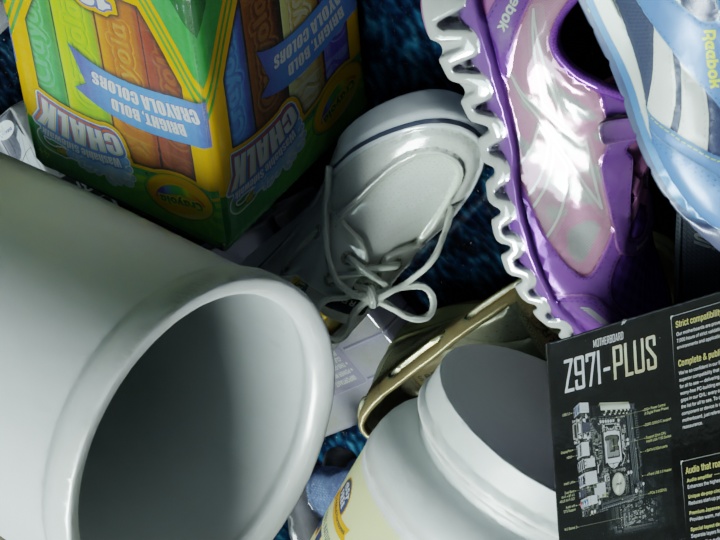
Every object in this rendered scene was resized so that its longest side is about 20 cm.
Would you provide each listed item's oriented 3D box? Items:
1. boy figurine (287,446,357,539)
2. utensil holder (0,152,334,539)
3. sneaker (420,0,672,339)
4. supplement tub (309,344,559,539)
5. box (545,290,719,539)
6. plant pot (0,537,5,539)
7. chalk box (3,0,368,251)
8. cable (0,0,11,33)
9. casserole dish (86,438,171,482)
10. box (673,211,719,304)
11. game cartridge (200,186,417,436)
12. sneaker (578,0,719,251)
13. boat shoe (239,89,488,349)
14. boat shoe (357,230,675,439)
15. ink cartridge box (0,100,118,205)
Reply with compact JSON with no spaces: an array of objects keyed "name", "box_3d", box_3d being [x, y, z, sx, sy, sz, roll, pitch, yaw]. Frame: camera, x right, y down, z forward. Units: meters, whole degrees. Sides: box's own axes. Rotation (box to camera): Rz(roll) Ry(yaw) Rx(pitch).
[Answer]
[{"name":"boy figurine","box_3d":[0.062,0.107,1.266,0.199,0.124,0.065,-9,87,30]},{"name":"utensil holder","box_3d":[-0.140,0.047,1.159,0.199,0.170,0.171,26,143,36]},{"name":"sneaker","box_3d":[0.100,-0.057,1.067,0.088,0.080,0.201,-10,109,36]},{"name":"supplement tub","box_3d":[0.045,0.150,1.147,0.145,0.145,0.201,35,114,12]},{"name":"box","box_3d":[0.174,0.092,0.986,0.200,0.086,0.165,-21,68,50]},{"name":"plant pot","box_3d":[-0.157,0.165,1.481,0.199,0.174,0.201,26,141,23]},{"name":"chalk box","box_3d":[-0.081,-0.104,1.167,0.124,0.124,0.201,23,140,27]},{"name":"cable","box_3d":[-0.221,-0.124,1.220,0.069,0.200,0.200,45,144,-12]},{"name":"casserole dish","box_3d":[-0.129,0.070,1.279,0.199,0.121,0.039,20,140,30]},{"name":"box","box_3d":[0.234,0.047,1.073,0.199,0.051,0.158,23,141,26]},{"name":"game cartridge","box_3d":[-0.044,0.035,1.357,0.130,0.038,0.200,48,145,-13]},{"name":"sneaker","box_3d":[0.149,-0.089,0.982,0.082,0.074,0.201,-21,101,41]},{"name":"boat shoe","box_3d":[-0.004,-0.001,1.191,0.074,0.086,0.202,23,135,-27]},{"name":"boat shoe","box_3d":[0.081,0.038,1.192,0.200,0.063,0.073,-19,112,41]},{"name":"ink cartridge box","box_3d":[-0.160,0.004,1.394,0.099,0.039,0.201,-29,90,53]}]
